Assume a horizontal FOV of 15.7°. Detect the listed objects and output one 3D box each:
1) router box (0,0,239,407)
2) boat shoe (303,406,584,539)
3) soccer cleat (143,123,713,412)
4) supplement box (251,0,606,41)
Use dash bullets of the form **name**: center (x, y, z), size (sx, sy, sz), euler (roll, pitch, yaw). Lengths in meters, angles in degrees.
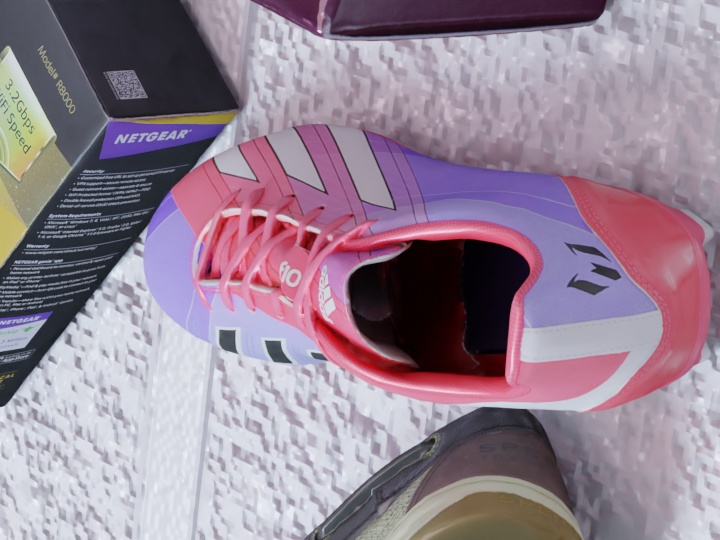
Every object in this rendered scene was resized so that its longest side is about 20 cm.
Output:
- **router box**: center (-0.136, -0.078, 0.818), size (0.157, 0.052, 0.201), euler (-48, 61, 38)
- **boat shoe**: center (-0.007, 0.113, 0.699), size (0.201, 0.072, 0.066), euler (-50, 17, 31)
- **soccer cleat**: center (0.000, 0.000, 0.667), size (0.199, 0.076, 0.067), euler (9, 102, 45)
- **supplement box**: center (0.005, -0.171, 0.621), size (0.131, 0.103, 0.201), euler (29, 116, 39)
